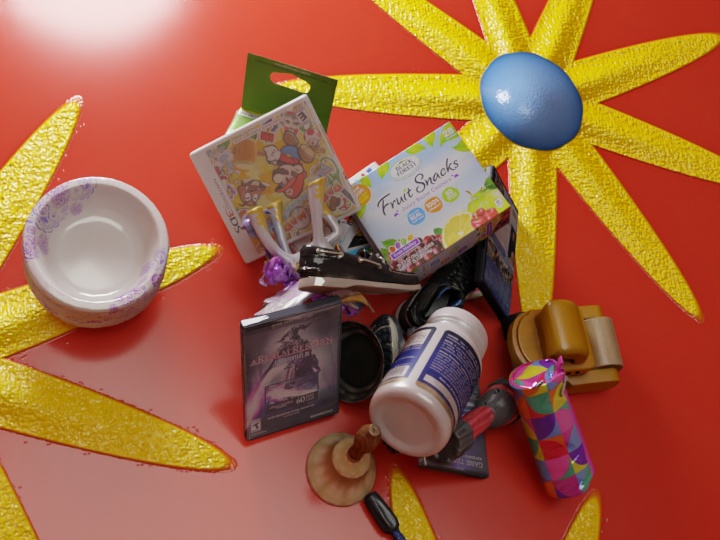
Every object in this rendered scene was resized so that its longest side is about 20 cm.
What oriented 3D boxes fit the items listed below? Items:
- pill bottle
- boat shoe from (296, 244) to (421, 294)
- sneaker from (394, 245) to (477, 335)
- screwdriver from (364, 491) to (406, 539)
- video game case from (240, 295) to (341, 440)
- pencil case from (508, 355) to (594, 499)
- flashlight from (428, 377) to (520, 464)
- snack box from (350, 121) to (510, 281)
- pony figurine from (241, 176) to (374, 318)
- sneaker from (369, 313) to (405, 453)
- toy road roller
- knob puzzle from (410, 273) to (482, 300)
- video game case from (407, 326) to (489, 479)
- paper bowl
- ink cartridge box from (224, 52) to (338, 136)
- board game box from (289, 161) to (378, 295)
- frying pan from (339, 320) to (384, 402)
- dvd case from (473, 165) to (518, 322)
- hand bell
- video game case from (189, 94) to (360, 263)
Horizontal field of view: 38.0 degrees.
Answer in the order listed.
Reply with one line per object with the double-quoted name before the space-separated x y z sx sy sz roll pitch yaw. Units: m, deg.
"pill bottle" 0.098 0.144 1.412 0.115 0.116 0.201 35 42 2
"boat shoe" 0.000 0.000 1.426 0.197 0.073 0.062 3 80 -32
"sneaker" 0.145 0.023 1.570 0.073 0.112 0.200 48 70 -8
"screwdriver" 0.071 0.391 1.445 0.028 0.029 0.201 -31 73 -25
"video game case" -0.093 0.135 1.425 0.140 0.203 0.019 -14 40 -22
"pencil case" 0.277 0.226 1.503 0.087 0.088 0.203 -28 110 -25
"flashlight" 0.170 0.212 1.489 0.199 0.067 0.069 -20 114 -55
"snack box" 0.097 -0.095 1.555 0.198 0.068 0.170 -31 70 -6
"pony figurine" -0.087 -0.002 1.475 0.190 0.166 0.203 -24 91 -10
"sneaker" 0.060 0.164 1.531 0.085 0.077 0.204 1 73 -39
"toy road roller" 0.316 0.108 1.579 0.196 0.146 0.125 -3 67 -17
"knob puzzle" 0.129 -0.038 1.658 0.215 0.031 0.224 6 65 -13
"video game case" 0.128 0.193 1.522 0.141 0.019 0.204 19 59 -42
"paper bowl" -0.370 -0.019 1.466 0.196 0.105 0.205 6 64 -13
"ink cartridge box" -0.124 -0.201 1.548 0.145 0.202 0.076 17 43 2
"board game box" -0.014 -0.066 1.609 0.199 0.035 0.127 -36 71 -21
"frying pan" 0.019 0.140 1.489 0.187 0.031 0.117 16 98 32
"dvd case" 0.213 -0.041 1.632 0.017 0.143 0.204 -4 61 25
"hand bell" -0.004 0.240 1.399 0.102 0.201 0.106 6 64 -13
"video game case" -0.124 -0.130 1.525 0.197 0.023 0.184 -24 104 15
